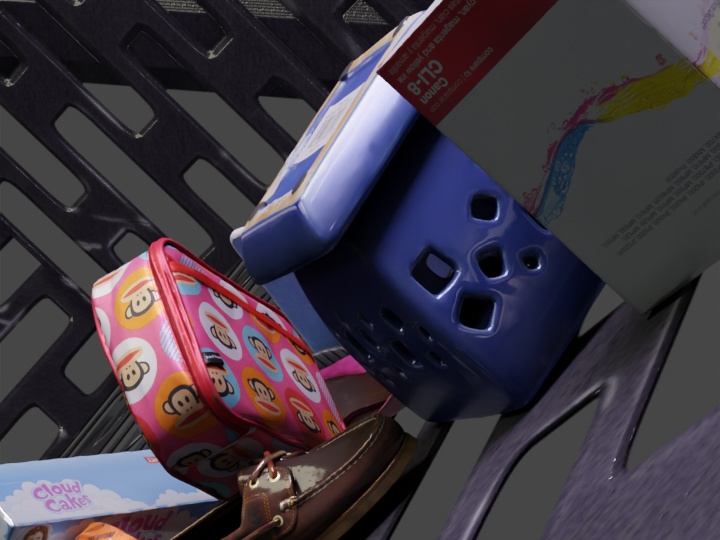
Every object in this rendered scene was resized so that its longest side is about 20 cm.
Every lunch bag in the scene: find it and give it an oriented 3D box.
[{"bbox_3d":[-0.094,0.068,1.379,0.082,0.177,0.200,-34,-34,14],"label":"lunch bag"}]

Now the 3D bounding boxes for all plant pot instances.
[{"bbox_3d":[0.049,-0.038,1.252,0.200,0.179,0.200,-58,10,-15],"label":"plant pot"}]

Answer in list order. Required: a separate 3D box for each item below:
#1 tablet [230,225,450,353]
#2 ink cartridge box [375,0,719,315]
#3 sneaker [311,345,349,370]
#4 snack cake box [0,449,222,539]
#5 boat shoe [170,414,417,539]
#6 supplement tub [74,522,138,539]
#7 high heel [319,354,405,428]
[{"bbox_3d":[0.000,0.000,1.496,0.200,0.130,0.014,-19,24,48],"label":"tablet"},{"bbox_3d":[0.145,-0.110,1.092,0.145,0.200,0.145,-44,5,42],"label":"ink cartridge box"},{"bbox_3d":[-0.062,0.120,1.585,0.200,0.074,0.089,-44,9,19],"label":"sneaker"},{"bbox_3d":[-0.205,0.199,1.492,0.200,0.067,0.115,-2,-54,-46],"label":"snack cake box"},{"bbox_3d":[-0.052,0.151,1.285,0.200,0.070,0.070,-43,7,23],"label":"boat shoe"},{"bbox_3d":[-0.208,0.274,1.374,0.200,0.122,0.122,-50,7,-28],"label":"supplement tub"},{"bbox_3d":[-0.030,0.105,1.473,0.200,0.067,0.096,-41,-3,22],"label":"high heel"}]
